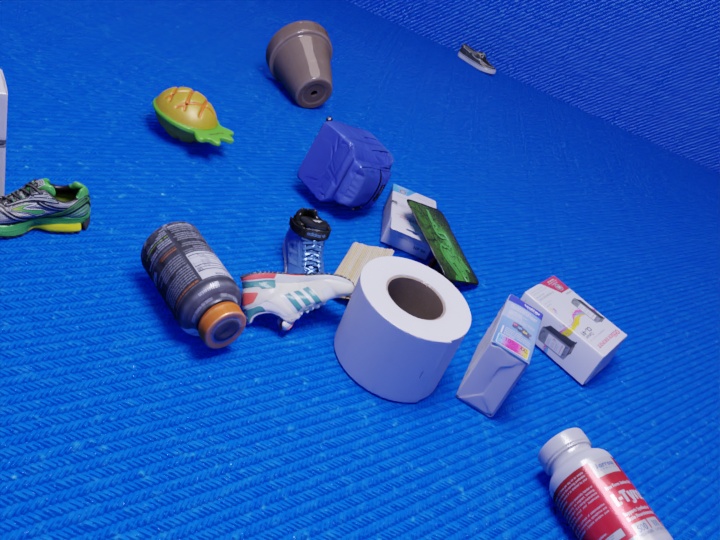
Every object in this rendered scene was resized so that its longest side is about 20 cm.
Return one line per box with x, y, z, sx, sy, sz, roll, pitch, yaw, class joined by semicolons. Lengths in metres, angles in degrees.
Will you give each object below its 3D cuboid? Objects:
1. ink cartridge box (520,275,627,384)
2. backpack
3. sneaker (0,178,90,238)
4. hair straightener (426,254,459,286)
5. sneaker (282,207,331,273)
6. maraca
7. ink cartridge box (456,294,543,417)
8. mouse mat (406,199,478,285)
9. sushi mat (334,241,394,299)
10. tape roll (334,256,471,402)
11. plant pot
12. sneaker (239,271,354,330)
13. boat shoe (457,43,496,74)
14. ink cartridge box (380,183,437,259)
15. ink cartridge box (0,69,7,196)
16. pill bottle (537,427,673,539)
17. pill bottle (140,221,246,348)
0.427;0.118;1.324;0.199;0.087;0.146;41;36;25;ink cartridge box
-0.017;-0.220;1.435;0.169;0.163;0.198;49;26;19;backpack
-0.526;-0.109;1.007;0.196;0.087;0.078;-10;46;-40;sneaker
0.168;0.007;1.341;0.076;0.042;0.199;34;29;13;hair straightener
-0.094;-0.034;1.163;0.075;0.113;0.202;10;36;-21;sneaker
-0.363;-0.327;1.393;0.198;0.109;0.137;36;34;15;maraca
0.251;0.138;1.130;0.075;0.138;0.200;30;34;7;ink cartridge box
0.177;-0.060;1.369;0.159;0.007;0.204;9;52;-55;mouse mat
0.000;0.000;1.243;0.093;0.012;0.201;10;31;12;sushi mat
0.068;0.095;1.068;0.198;0.141;0.205;17;34;-12;tape roll
-0.152;-0.563;1.807;0.196;0.201;0.178;-3;58;-35;plant pot
-0.105;0.052;1.067;0.194;0.096;0.070;2;-4;-20;sneaker
0.528;-0.950;2.879;0.198;0.065;0.070;35;34;15;boat shoe
0.108;-0.100;1.427;0.113;0.069;0.202;21;33;-8;ink cartridge box
-0.619;-0.204;0.969;0.142;0.203;0.085;-4;42;-36;ink cartridge box
0.350;0.340;0.941;0.110;0.114;0.202;1;40;-31;pill bottle
-0.251;0.025;0.984;0.104;0.108;0.200;-10;47;-41;pill bottle
